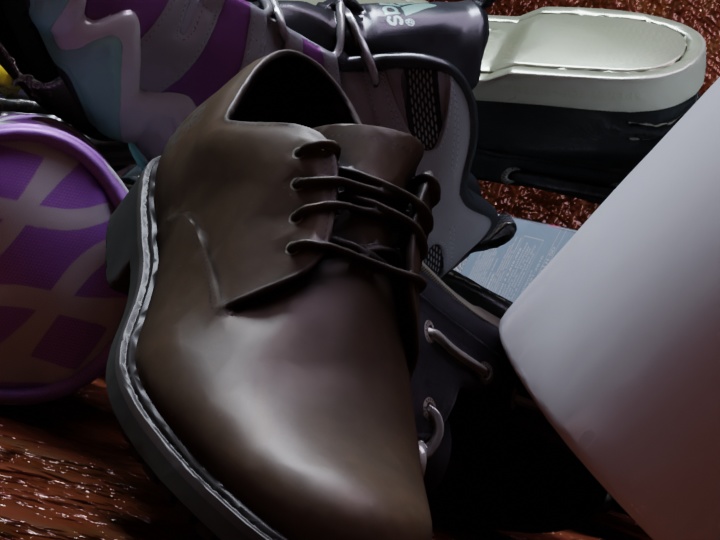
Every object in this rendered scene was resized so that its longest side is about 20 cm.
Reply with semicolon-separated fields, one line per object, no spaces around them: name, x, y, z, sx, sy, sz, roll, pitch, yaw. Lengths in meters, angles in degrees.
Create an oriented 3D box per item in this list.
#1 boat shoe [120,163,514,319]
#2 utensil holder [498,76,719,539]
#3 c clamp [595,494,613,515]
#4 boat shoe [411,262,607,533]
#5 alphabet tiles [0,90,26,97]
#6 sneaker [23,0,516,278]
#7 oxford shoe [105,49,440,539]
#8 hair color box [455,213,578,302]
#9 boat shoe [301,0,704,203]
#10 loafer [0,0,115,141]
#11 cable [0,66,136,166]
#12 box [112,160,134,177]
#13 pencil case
boat shoe;0.000;0.001;0.934;0.198;0.066;0.075;17;-38;13
utensil holder;0.165;0.000;0.792;0.170;0.200;0.170;41;12;-11
c clamp;-0.001;0.053;0.982;0.170;0.027;0.199;21;2;43
boat shoe;0.015;0.040;0.793;0.200;0.073;0.063;22;23;-54
alphabet tiles;-0.175;-0.062;1.153;0.199;0.015;0.196;-7;-43;38
sneaker;-0.018;-0.074;0.798;0.201;0.139;0.078;59;0;-30
oxford shoe;-0.016;0.006;0.624;0.072;0.085;0.200;23;26;-28
hair color box;0.091;0.021;1.129;0.099;0.061;0.200;26;-3;-16
boat shoe;0.024;-0.055;0.895;0.198;0.067;0.075;4;31;19
loafer;-0.124;-0.138;0.869;0.201;0.073;0.071;57;14;9
cable;-0.121;-0.058;0.985;0.199;0.097;0.051;-3;-48;21
box;-0.067;-0.063;1.101;0.035;0.201;0.110;-22;-55;24
pencil case;-0.109;-0.005;0.796;0.084;0.085;0.200;56;-3;-6
